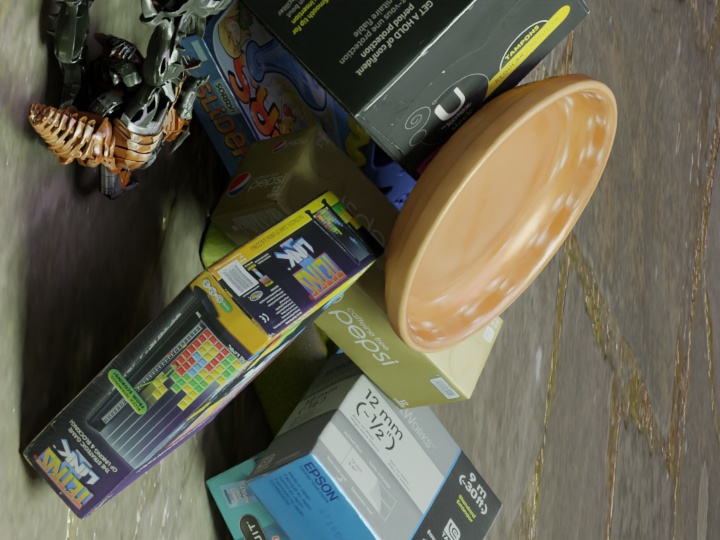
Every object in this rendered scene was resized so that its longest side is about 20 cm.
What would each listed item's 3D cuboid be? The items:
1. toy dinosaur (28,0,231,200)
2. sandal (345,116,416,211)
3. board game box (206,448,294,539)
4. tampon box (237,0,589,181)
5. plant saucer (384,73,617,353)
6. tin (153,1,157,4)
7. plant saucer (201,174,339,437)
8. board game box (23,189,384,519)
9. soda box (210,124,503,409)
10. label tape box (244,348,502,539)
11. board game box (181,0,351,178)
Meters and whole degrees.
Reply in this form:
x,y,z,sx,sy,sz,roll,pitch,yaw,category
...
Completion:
x,y,z,sx,sy,sz,roll,pitch,yaw,category
-0.133,-0.102,1.450,0.200,0.102,0.136,-100,-159,-75,toy dinosaur
0.038,-0.108,1.648,0.080,0.087,0.200,-70,168,-45,sandal
-0.003,0.173,1.723,0.200,0.047,0.151,-24,87,-56,board game box
0.008,-0.184,1.513,0.150,0.200,0.126,-44,155,3,tampon box
0.080,-0.040,1.556,0.200,0.037,0.200,-42,156,-23,plant saucer
-0.127,-0.244,1.544,0.200,0.042,0.112,66,26,-50,tin
-0.037,-0.012,1.773,0.200,0.048,0.200,-73,154,-42,plant saucer
-0.086,0.045,1.463,0.057,0.165,0.200,46,24,3,board game box
0.000,0.000,1.612,0.200,0.064,0.068,46,53,-29,soda box
0.023,0.130,1.686,0.143,0.066,0.200,53,37,-13,label tape box
-0.049,-0.099,1.673,0.200,0.034,0.135,61,34,-23,board game box
